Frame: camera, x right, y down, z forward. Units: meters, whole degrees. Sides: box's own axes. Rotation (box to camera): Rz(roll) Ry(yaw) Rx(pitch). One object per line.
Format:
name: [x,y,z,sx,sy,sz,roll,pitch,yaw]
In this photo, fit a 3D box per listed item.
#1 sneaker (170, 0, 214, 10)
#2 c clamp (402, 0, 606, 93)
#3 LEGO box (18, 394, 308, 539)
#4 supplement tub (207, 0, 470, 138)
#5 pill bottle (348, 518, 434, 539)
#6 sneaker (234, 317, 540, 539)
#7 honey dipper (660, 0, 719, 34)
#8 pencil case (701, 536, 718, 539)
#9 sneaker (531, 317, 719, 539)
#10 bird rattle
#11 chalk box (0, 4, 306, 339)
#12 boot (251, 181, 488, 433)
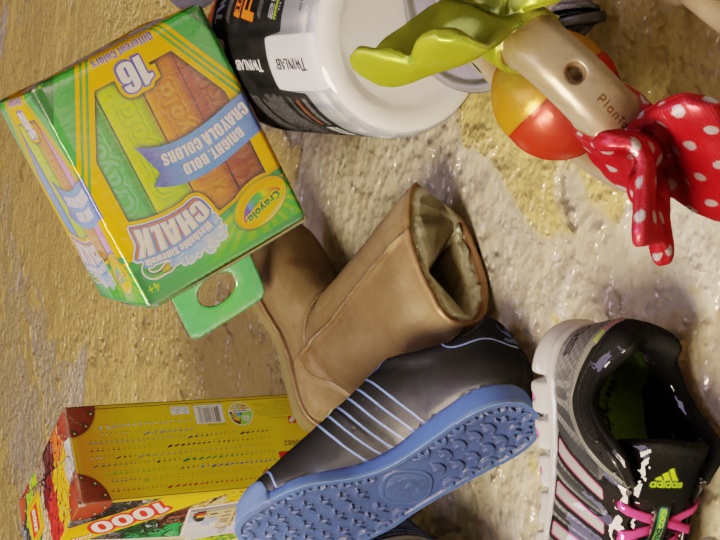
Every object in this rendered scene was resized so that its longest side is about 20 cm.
sneaker: [-0.080,-0.252,0.901,0.200,0.082,0.074,-48,25,29]
c clamp: [0.083,-0.197,0.770,0.170,0.027,0.201,0,100,33]
LEGO box: [-0.135,0.162,1.070,0.149,0.199,0.077,-56,44,48]
supplement tub: [-0.019,-0.147,0.919,0.200,0.122,0.123,13,102,61]
pill bottle: [0.021,0.214,0.871,0.200,0.111,0.111,29,117,59]
sneaker: [0.013,0.099,0.852,0.199,0.070,0.078,-26,40,16]
honey dipper: [0.182,-0.089,0.631,0.200,0.038,0.038,56,138,48]
pencil case: [0.205,0.127,0.548,0.090,0.078,0.200,63,149,3]
sneaker: [0.131,0.112,0.694,0.087,0.073,0.201,141,128,-64]
bird rattle: [0.105,-0.088,0.692,0.113,0.200,0.163,-56,-2,3]
chalk box: [-0.128,-0.053,0.953,0.200,0.124,0.124,62,160,-13]
boot: [0.000,0.000,0.960,0.200,0.066,0.176,-48,59,52]
